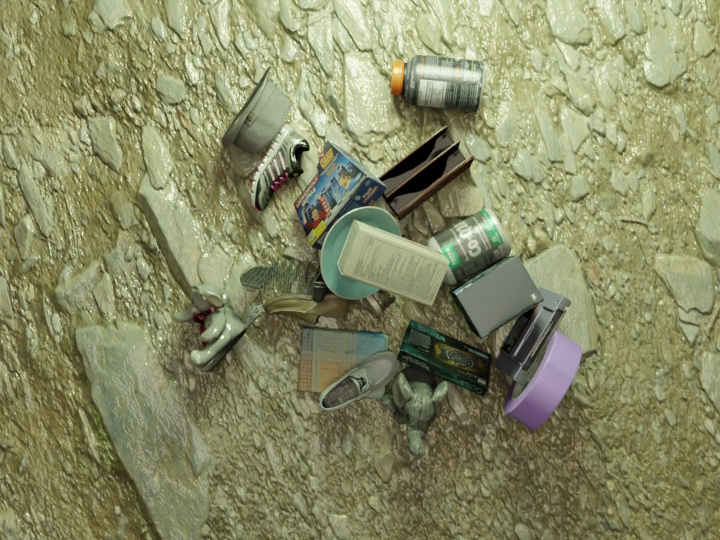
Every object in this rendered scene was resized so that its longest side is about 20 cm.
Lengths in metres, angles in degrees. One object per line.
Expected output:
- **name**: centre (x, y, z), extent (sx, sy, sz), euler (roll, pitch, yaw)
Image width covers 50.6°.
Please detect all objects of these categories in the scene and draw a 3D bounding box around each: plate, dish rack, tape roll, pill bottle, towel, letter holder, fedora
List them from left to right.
- **fedora**: centre (-0.213, -0.331, 1.643), extent (0.090, 0.177, 0.201), euler (34, 91, -17)
- **dish rack**: centre (-0.156, 0.012, 1.641), extent (0.197, 0.154, 0.055), euler (11, 107, 5)
- **towel**: centre (-0.038, 0.205, 1.694), extent (0.196, 0.022, 0.149), euler (4, 90, 5)
- **plate**: centre (-0.001, -0.038, 1.584), extent (0.198, 0.026, 0.203), euler (-12, 115, -27)
- **letter holder**: centre (0.134, -0.211, 1.624), extent (0.199, 0.142, 0.101), euler (-37, 88, 3)
- **pill bottle**: centre (0.164, -0.406, 1.641), extent (0.196, 0.106, 0.108), euler (7, 90, 3)
- **pill bottle**: centre (0.212, -0.040, 1.633), extent (0.198, 0.113, 0.114), euler (-29, 88, 3)
- **tape roll**: centre (0.377, 0.225, 1.578), extent (0.065, 0.200, 0.202), euler (30, 91, 4)

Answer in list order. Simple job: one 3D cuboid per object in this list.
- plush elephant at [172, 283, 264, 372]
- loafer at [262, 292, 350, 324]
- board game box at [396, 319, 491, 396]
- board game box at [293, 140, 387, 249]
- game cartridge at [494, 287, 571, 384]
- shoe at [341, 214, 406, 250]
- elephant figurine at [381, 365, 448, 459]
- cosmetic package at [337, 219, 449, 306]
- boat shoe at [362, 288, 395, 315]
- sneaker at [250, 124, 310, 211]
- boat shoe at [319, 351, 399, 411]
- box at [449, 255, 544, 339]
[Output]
- **plush elephant**: centre (-0.328, 0.100, 1.644), extent (0.155, 0.165, 0.200), euler (44, 85, 5)
- **loafer**: centre (-0.117, 0.086, 1.671), extent (0.196, 0.076, 0.069), euler (-5, 83, 3)
- **board game box**: centre (0.183, 0.185, 1.626), extent (0.198, 0.136, 0.028), euler (24, 118, 3)
- **board game box**: centre (-0.054, -0.175, 1.640), extent (0.061, 0.201, 0.200), euler (23, 120, -37)
- **game cartridge**: centre (0.360, 0.134, 1.616), extent (0.038, 0.130, 0.202), euler (30, 91, -16)
- **shoe**: centre (0.015, -0.063, 1.626), extent (0.198, 0.070, 0.054), euler (-24, 69, -30)
- **elephant figurine**: centre (0.125, 0.276, 1.589), extent (0.140, 0.200, 0.157), euler (-30, 90, -4)
- **cosmetic package**: centre (0.064, -0.015, 1.522), extent (0.197, 0.087, 0.105), euler (21, 102, -15)
- **boat shoe**: centre (0.000, 0.000, 1.669), extent (0.059, 0.072, 0.201), euler (-35, 85, -11)
- **sneaker**: centre (-0.173, -0.217, 1.676), extent (0.086, 0.074, 0.202), euler (24, 86, 9)
- **boat shoe**: centre (-0.002, 0.246, 1.645), extent (0.199, 0.072, 0.071), euler (-33, 88, 4)
- **box**: centre (0.278, 0.053, 1.586), extent (0.147, 0.200, 0.108), euler (-32, 88, 2)
